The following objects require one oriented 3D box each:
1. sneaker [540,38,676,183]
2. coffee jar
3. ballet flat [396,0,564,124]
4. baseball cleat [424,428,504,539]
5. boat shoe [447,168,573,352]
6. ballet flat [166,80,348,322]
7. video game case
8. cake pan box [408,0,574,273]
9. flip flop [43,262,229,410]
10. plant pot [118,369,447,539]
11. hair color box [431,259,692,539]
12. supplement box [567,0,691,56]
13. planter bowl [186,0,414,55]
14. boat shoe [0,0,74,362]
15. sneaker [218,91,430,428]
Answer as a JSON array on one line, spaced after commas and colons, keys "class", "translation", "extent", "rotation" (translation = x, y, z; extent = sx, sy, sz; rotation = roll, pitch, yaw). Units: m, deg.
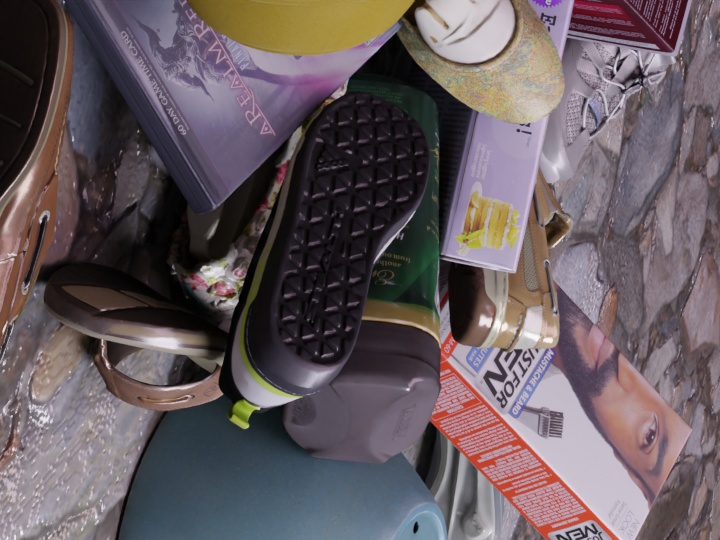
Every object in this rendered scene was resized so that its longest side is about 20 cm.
[{"class": "sneaker", "translation": [0.173, -0.146, 1.867], "extent": [0.201, 0.082, 0.075], "rotation": [-65, 152, -24]}, {"class": "coffee jar", "translation": [0.000, 0.000, 1.494], "extent": [0.104, 0.085, 0.201], "rotation": [106, -13, -57]}, {"class": "ballet flat", "translation": [0.035, -0.163, 1.477], "extent": [0.071, 0.200, 0.071], "rotation": [-35, 169, -8]}, {"class": "baseball cleat", "translation": [0.082, 0.137, 1.830], "extent": [0.106, 0.069, 0.201], "rotation": [-5, 107, -63]}, {"class": "boat shoe", "translation": [0.095, -0.034, 1.701], "extent": [0.072, 0.076, 0.201], "rotation": [121, -25, -55]}, {"class": "ballet flat", "translation": [-0.053, -0.071, 1.460], "extent": [0.064, 0.075, 0.201], "rotation": [27, 74, -51]}, {"class": "video game case", "translation": [-0.064, -0.138, 1.389], "extent": [0.143, 0.019, 0.200], "rotation": [59, 41, -16]}, {"class": "cake pan box", "translation": [0.065, -0.097, 1.601], "extent": [0.200, 0.052, 0.185], "rotation": [-167, -89, -78]}, {"class": "flip flop", "translation": [-0.104, 0.045, 1.418], "extent": [0.058, 0.081, 0.200], "rotation": [-60, 159, -1]}, {"class": "plant pot", "translation": [-0.030, 0.160, 1.539], "extent": [0.200, 0.134, 0.201], "rotation": [-39, 135, -53]}, {"class": "hair color box", "translation": [0.112, 0.079, 1.752], "extent": [0.200, 0.064, 0.111], "rotation": [46, 52, -18]}, {"class": "supplement box", "translation": [0.132, -0.200, 1.731], "extent": [0.200, 0.108, 0.061], "rotation": [29, 76, -64]}, {"class": "planter bowl", "translation": [-0.030, -0.161, 1.324], "extent": [0.200, 0.199, 0.084], "rotation": [-44, 147, -48]}, {"class": "boat shoe", "translation": [-0.174, -0.032, 1.241], "extent": [0.068, 0.072, 0.201], "rotation": [10, 102, -68]}, {"class": "sneaker", "translation": [-0.029, -0.008, 1.398], "extent": [0.083, 0.072, 0.201], "rotation": [-41, -161, 50]}]
